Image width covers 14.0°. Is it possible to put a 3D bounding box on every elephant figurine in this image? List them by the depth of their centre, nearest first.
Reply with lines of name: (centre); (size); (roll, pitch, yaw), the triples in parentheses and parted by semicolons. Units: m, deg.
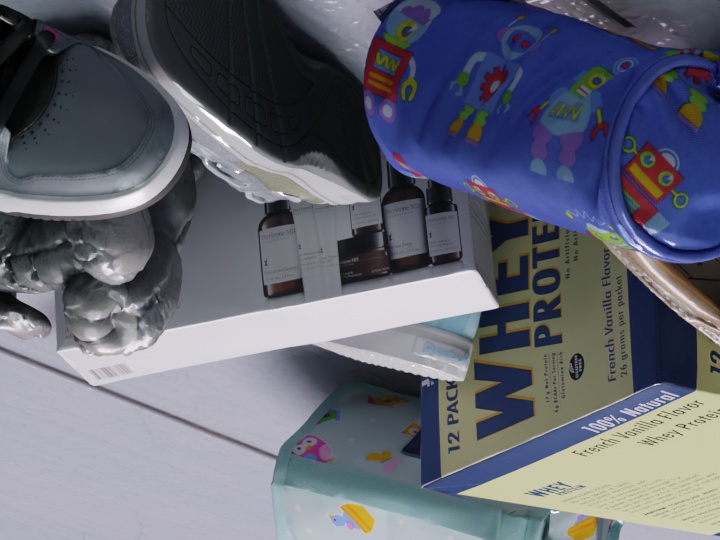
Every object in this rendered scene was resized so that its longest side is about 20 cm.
elephant figurine: (-0.180, -0.023, 1.259); (0.199, 0.142, 0.155); (-12, 144, 13)

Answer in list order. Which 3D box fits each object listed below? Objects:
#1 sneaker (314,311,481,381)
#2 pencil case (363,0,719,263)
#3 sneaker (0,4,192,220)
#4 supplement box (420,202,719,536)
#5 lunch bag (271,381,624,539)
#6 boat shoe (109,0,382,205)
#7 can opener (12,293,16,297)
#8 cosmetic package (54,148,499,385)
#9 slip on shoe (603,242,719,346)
sneaker: (0.000, 0.000, 1.420); (0.074, 0.082, 0.199); (22, 175, -37)
pencil case: (0.077, -0.061, 1.125); (0.078, 0.087, 0.200); (29, 177, -33)
sneaker: (-0.164, -0.090, 1.092); (0.199, 0.084, 0.121); (19, 166, 18)
supplement box: (0.160, 0.032, 1.400); (0.199, 0.135, 0.200); (11, 157, -29)
lunch bag: (0.051, 0.141, 1.677); (0.169, 0.123, 0.200); (14, 169, 19)
boat shoe: (-0.054, -0.068, 1.216); (0.064, 0.075, 0.202); (-13, 164, 21)
can opener: (-0.139, -0.002, 1.419); (0.199, 0.067, 0.053); (-10, 158, 13)
cosmetic package: (-0.041, -0.010, 1.334); (0.199, 0.083, 0.051); (-12, 154, 13)
slip on shoe: (0.176, 0.007, 1.235); (0.200, 0.061, 0.076); (37, 102, -22)
